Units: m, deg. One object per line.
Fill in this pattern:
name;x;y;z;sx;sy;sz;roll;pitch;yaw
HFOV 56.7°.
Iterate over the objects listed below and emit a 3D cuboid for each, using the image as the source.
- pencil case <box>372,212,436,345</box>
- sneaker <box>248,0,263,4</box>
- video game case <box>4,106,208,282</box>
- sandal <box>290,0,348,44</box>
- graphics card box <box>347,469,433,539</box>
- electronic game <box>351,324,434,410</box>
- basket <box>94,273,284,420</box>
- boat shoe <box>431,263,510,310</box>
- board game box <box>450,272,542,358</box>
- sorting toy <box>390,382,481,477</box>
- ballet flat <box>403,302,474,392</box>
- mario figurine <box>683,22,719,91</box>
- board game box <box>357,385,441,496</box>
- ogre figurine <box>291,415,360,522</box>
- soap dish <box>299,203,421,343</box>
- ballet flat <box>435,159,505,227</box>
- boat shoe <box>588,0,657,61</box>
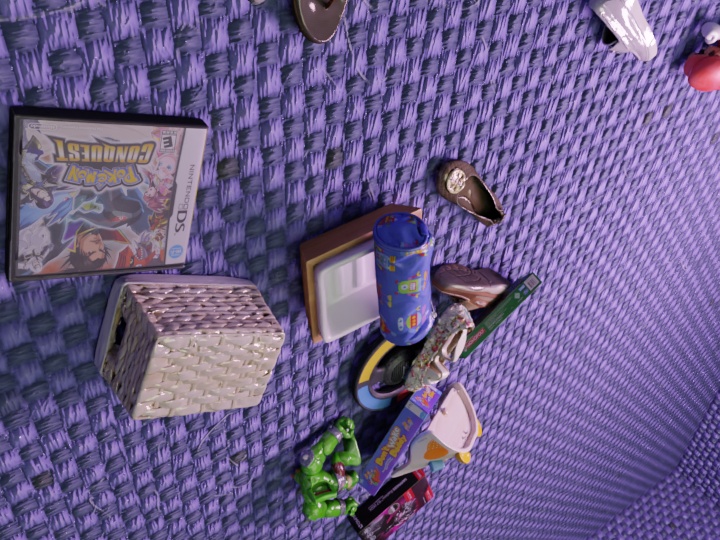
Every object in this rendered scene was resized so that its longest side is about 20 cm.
pencil case;0.063;0.016;0.921;0.084;0.079;0.203;-7;133;0
sneaker;-0.102;-0.349;0.604;0.087;0.076;0.203;-32;139;-16
video game case;-0.270;-0.078;0.716;0.196;0.025;0.184;-6;126;-39
sandal;-0.013;-0.341;0.707;0.081;0.055;0.203;14;112;-46
graphics card box;0.072;0.535;1.510;0.198;0.051;0.127;-36;140;-13
electronic game;0.067;0.174;1.215;0.197;0.042;0.204;-24;135;-26
basket;-0.210;0.096;0.836;0.197;0.123;0.138;3;119;-42
boat shoe;0.195;0.039;1.195;0.197;0.076;0.073;7;120;-43
board game box;0.249;0.089;1.265;0.199;0.029;0.135;-43;176;-6
sorting toy;0.141;0.351;1.352;0.179;0.108;0.200;-40;179;31
ballet flat;0.138;0.150;1.175;0.074;0.064;0.203;-5;129;-45
mario figurine;0.673;-0.424;1.263;0.200;0.105;0.124;-45;106;-18
board game box;0.078;0.323;1.299;0.203;0.044;0.134;-60;168;14
ogre figurine;-0.058;0.377;1.224;0.118;0.098;0.204;-15;133;-36
soap dish;0.000;0.000;0.979;0.197;0.081;0.160;-26;136;-24
ballet flat;0.184;-0.118;1.075;0.068;0.046;0.199;-52;140;6
boat shoe;0.413;-0.382;1.054;0.068;0.073;0.198;-36;152;22
